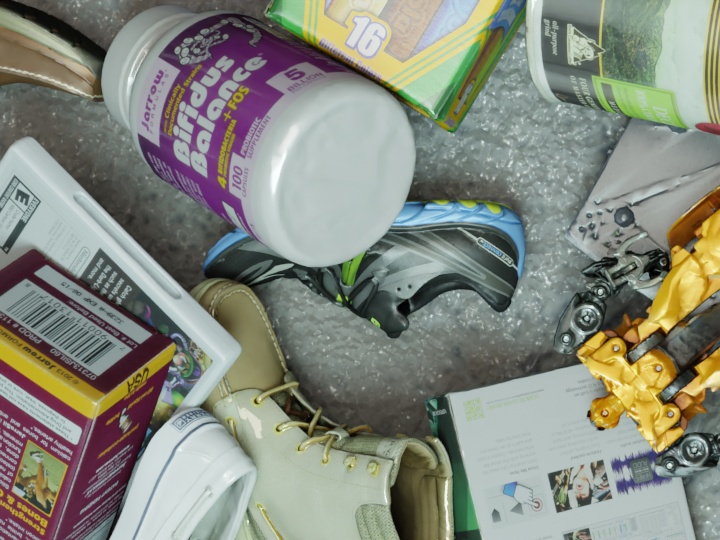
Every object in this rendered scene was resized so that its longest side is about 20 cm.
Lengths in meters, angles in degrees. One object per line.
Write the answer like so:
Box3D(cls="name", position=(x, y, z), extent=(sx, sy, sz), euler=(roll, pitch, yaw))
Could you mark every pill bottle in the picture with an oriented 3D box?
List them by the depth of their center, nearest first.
Box3D(cls="pill bottle", position=(-0.067, -0.087, 1.565), extent=(0.200, 0.112, 0.113), euler=(31, 94, 46))

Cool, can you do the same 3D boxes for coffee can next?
Box3D(cls="coffee can", position=(0.212, -0.147, 1.503), extent=(0.199, 0.146, 0.147), euler=(14, 90, 24))

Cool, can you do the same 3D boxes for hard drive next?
Box3D(cls="hard drive", position=(0.238, -0.022, 1.592), extent=(0.199, 0.042, 0.135), euler=(30, 92, 8))

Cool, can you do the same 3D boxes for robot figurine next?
Box3D(cls="robot figurine", position=(0.212, 0.026, 1.543), extent=(0.200, 0.058, 0.145), euler=(-39, 83, 4))

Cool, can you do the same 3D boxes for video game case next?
Box3D(cls="video game case", position=(-0.182, 0.045, 1.607), extent=(0.182, 0.023, 0.200), euler=(45, 130, 7))

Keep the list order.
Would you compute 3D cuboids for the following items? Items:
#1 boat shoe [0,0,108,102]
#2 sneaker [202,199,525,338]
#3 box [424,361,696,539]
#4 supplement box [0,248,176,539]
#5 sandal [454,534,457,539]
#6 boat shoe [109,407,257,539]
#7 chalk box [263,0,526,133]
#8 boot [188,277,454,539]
Box3D(cls="boat shoe", position=(-0.247, -0.139, 1.655), extent=(0.199, 0.076, 0.074), euler=(22, 97, 16))
Box3D(cls="sneaker", position=(0.000, 0.000, 1.611), extent=(0.198, 0.071, 0.083), euler=(-2, 88, 8))
Box3D(cls="box", position=(0.127, 0.157, 1.572), extent=(0.144, 0.036, 0.201), euler=(-11, 85, -25))
Box3D(cls="supplement box", position=(-0.198, 0.105, 1.577), extent=(0.110, 0.086, 0.201), euler=(33, 127, 15))
Box3D(cls="sandal", position=(0.044, 0.200, 1.600), extent=(0.200, 0.057, 0.080), euler=(-31, 112, -6))
Box3D(cls="boat shoe", position=(-0.112, 0.177, 1.584), extent=(0.065, 0.073, 0.201), euler=(39, 131, 28))
Box3D(cls="chalk box", position=(0.053, -0.200, 1.583), extent=(0.124, 0.124, 0.201), euler=(33, 94, 8))
Box3D(cls="boot", position=(-0.024, 0.096, 1.566), extent=(0.154, 0.072, 0.201), euler=(-6, 102, 47))
